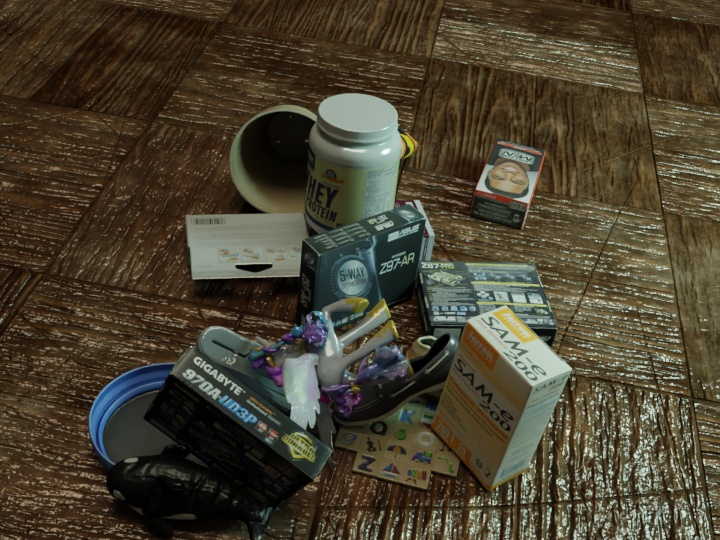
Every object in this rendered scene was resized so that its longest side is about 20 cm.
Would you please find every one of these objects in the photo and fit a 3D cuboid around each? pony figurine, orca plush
[{"bbox_3d":[-0.039,0.130,1.229,0.199,0.167,0.193,-22,53,0],"label":"pony figurine"},{"bbox_3d":[-0.204,0.264,1.109,0.200,0.071,0.105,29,80,7],"label":"orca plush"}]

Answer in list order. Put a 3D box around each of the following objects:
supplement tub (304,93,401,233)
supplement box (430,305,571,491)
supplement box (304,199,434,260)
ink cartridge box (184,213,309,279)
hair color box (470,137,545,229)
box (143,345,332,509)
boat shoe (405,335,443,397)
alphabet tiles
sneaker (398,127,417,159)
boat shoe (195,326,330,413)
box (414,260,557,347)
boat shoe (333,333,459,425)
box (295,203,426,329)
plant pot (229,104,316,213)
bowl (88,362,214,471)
[{"bbox_3d":[-0.012,-0.161,1.517,0.144,0.201,0.145,4,37,-3],"label":"supplement tub"},{"bbox_3d":[0.173,0.163,1.223,0.073,0.200,0.126,-17,47,-33],"label":"supplement box"},{"bbox_3d":[0.013,-0.063,1.608,0.199,0.061,0.109,-2,38,-13],"label":"supplement box"},{"bbox_3d":[-0.177,-0.027,1.546,0.199,0.044,0.174,-2,39,-12],"label":"ink cartridge box"},{"bbox_3d":[0.275,-0.164,1.784,0.101,0.061,0.200,16,39,9],"label":"hair color box"},{"bbox_3d":[-0.147,0.189,1.119,0.200,0.159,0.046,37,55,-2],"label":"box"},{"bbox_3d":[0.159,0.148,1.347,0.199,0.069,0.075,14,32,-2],"label":"boat shoe"},{"bbox_3d":[0.059,0.211,1.309,0.166,0.006,0.200,13,38,7],"label":"alphabet tiles"},{"bbox_3d":[0.021,-0.269,1.882,0.200,0.070,0.090,32,29,28],"label":"sneaker"},{"bbox_3d":[-0.132,0.137,1.316,0.200,0.067,0.074,33,70,-4],"label":"boat shoe"},{"bbox_3d":[0.191,0.050,1.505,0.199,0.049,0.161,1,40,-8],"label":"box"},{"bbox_3d":[0.048,0.142,1.290,0.199,0.063,0.073,-24,34,5],"label":"boat shoe"},{"bbox_3d":[0.000,0.000,1.445,0.200,0.161,0.044,-20,45,-32],"label":"box"},{"bbox_3d":[-0.127,-0.218,1.711,0.187,0.188,0.200,6,23,-2],"label":"plant pot"},{"bbox_3d":[-0.246,0.201,1.242,0.200,0.039,0.201,4,38,-3],"label":"bowl"}]
